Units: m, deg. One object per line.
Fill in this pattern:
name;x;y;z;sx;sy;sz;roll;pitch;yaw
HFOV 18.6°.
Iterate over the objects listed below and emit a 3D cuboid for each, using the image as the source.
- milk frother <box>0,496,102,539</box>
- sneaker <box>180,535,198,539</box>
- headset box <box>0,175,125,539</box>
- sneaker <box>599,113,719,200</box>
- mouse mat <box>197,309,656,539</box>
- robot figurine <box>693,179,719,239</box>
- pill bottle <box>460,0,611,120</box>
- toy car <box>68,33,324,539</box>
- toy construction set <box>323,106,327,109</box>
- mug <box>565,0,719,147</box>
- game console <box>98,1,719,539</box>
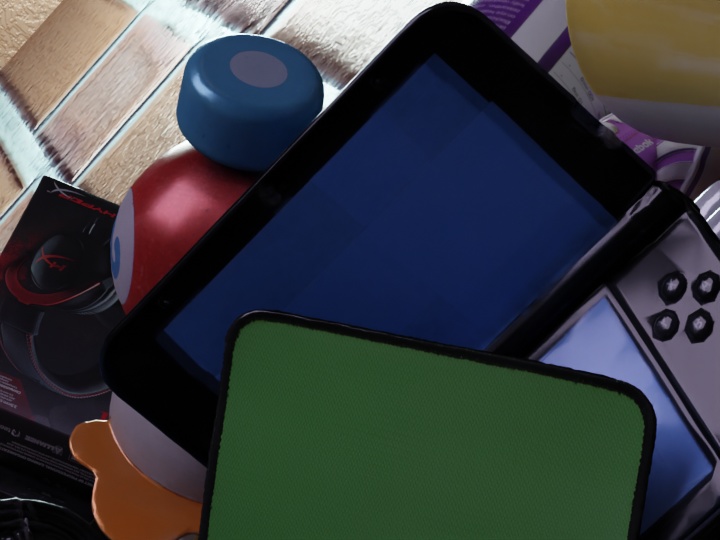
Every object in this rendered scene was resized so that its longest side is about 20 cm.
milk frother;-0.071;0.167;0.893;0.188;0.200;0.181;-35;24;32
sneaker;-0.058;0.173;1.065;0.070;0.090;0.201;-50;-12;-49
headset box;-0.136;0.059;1.141;0.200;0.148;0.075;-71;4;-51
sneaker;0.112;-0.057;1.071;0.073;0.114;0.201;-33;23;40
mouse mat;0.013;0.123;0.767;0.008;0.160;0.201;-8;-72;-69
robot figurine;0.100;0.056;0.870;0.200;0.113;0.170;-46;4;6
pill bottle;0.073;-0.081;1.163;0.111;0.112;0.200;-22;22;52
toy car;-0.058;0.039;0.911;0.200;0.176;0.185;-43;-24;-47
toy construction set;0.000;0.000;1.047;0.092;0.201;0.131;-33;41;-17
mug;0.176;-0.115;0.976;0.153;0.186;0.150;-148;57;-62
game console;0.030;0.043;0.767;0.200;0.118;0.171;-45;47;19
